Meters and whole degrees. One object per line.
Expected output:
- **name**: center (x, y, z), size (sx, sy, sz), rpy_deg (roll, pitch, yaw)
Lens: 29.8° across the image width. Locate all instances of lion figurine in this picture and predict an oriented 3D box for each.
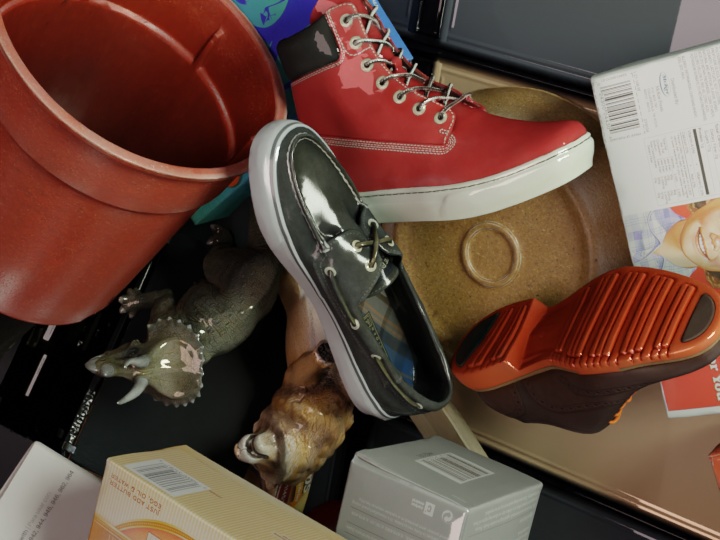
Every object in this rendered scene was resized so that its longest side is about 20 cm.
- **lion figurine**: center (-0.032, 0.041, 0.918), size (0.122, 0.072, 0.203), rpy_deg (137, 144, -56)

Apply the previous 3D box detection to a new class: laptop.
- **laptop**: center (-0.157, 0.064, 0.993), size (0.199, 0.103, 0.179), rpy_deg (12, 75, 49)

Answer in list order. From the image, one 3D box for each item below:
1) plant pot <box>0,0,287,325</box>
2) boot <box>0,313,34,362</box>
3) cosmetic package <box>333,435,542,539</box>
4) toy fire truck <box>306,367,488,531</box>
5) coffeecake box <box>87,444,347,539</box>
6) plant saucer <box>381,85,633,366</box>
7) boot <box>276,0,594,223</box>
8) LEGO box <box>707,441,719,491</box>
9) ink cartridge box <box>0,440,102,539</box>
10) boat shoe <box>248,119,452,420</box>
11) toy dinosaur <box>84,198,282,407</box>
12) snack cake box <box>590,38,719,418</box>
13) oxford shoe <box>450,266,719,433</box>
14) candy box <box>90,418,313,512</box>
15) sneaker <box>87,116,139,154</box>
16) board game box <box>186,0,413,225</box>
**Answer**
- **plant pot**: center (-0.179, -0.078, 0.875), size (0.202, 0.200, 0.195), rpy_deg (51, 129, 11)
- **boot**: center (-0.292, 0.010, 1.051), size (0.202, 0.072, 0.151), rpy_deg (-60, 27, 15)
- **cosmetic package**: center (0.030, 0.210, 0.795), size (0.089, 0.106, 0.203), rpy_deg (21, 100, 29)
- **toy fire truck**: center (0.030, 0.172, 0.907), size (0.174, 0.128, 0.203), rpy_deg (-3, 81, 28)
- **coffeecake box**: center (-0.094, 0.226, 0.775), size (0.152, 0.073, 0.203), rpy_deg (23, 103, 33)
- **plant saucer**: center (0.090, -0.013, 0.858), size (0.198, 0.035, 0.203), rpy_deg (8, 106, 31)
- **boot**: center (0.036, -0.106, 0.799), size (0.198, 0.072, 0.146), rpy_deg (-4, 105, 37)
- **LEGO box**: center (0.299, 0.170, 0.741), size (0.148, 0.077, 0.203), rpy_deg (-20, 91, 34)
- **ink cartridge box**: center (-0.164, 0.206, 0.927), size (0.199, 0.085, 0.145), rpy_deg (34, 163, -7)
- **boat shoe**: center (0.000, 0.000, 0.796), size (0.056, 0.069, 0.202), rpy_deg (-3, 122, 41)
- **toy dinosaur**: center (-0.094, 0.022, 0.894), size (0.102, 0.199, 0.078), rpy_deg (24, 148, 51)
- **snack cake box**: center (0.212, -0.027, 0.756), size (0.114, 0.067, 0.203), rpy_deg (-10, 96, 33)
- **oxford shoe**: center (0.139, 0.050, 0.769), size (0.073, 0.072, 0.199), rpy_deg (46, 152, -19)
- **candy box**: center (-0.130, 0.131, 1.022), size (0.198, 0.055, 0.117), rpy_deg (26, 112, 25)
- **sneaker**: center (-0.233, -0.124, 1.016), size (0.200, 0.074, 0.082), rpy_deg (45, 116, 16)
- **board game box**: center (-0.079, -0.149, 0.928), size (0.199, 0.045, 0.153), rpy_deg (-37, 81, 34)
